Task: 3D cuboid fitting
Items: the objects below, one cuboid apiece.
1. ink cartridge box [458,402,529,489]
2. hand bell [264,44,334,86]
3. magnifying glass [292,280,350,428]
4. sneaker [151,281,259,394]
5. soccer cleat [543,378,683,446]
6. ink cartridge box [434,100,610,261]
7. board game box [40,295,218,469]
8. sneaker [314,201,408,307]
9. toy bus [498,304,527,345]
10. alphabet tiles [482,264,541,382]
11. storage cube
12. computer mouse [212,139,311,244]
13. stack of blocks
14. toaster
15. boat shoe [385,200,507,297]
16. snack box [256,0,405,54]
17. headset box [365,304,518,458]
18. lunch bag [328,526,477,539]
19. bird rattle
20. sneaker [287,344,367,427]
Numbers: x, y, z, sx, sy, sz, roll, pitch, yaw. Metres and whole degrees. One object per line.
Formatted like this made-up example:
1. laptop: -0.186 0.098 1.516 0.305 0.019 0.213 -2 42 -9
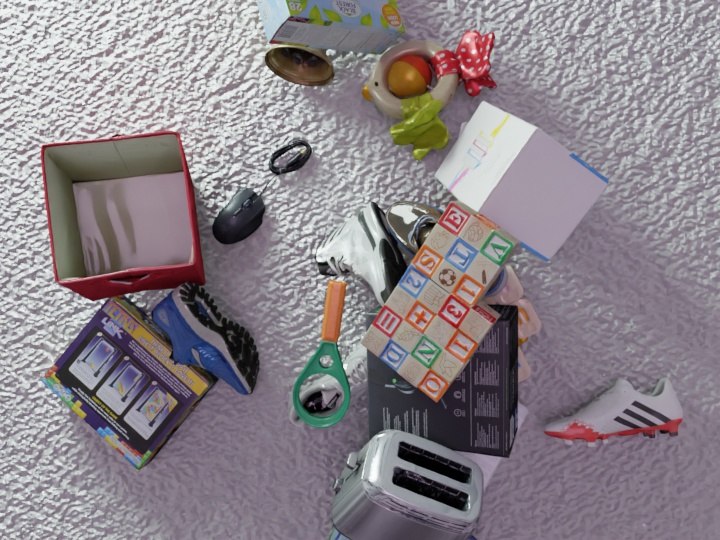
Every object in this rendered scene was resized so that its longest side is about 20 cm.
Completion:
1. ink cartridge box: 0.125 0.244 0.933 0.162 0.050 0.201 31 85 4
2. hand bell: -0.069 -0.387 0.941 0.103 0.104 0.202 10 77 3
3. magnifying glass: -0.045 0.114 0.865 0.079 0.022 0.202 9 99 2
4. sneaker: -0.220 0.107 0.917 0.089 0.079 0.201 -25 118 20
5. soccer cleat: 0.355 0.199 0.908 0.198 0.069 0.086 -6 80 0
6. ink cartridge box: 0.200 -0.126 0.849 0.128 0.200 0.126 28 106 -21
7. board game box: -0.341 0.162 0.951 0.200 0.057 0.166 41 90 4
8. sneaker: 0.000 0.000 0.889 0.115 0.201 0.076 -32 128 17
9. toy bus: 0.167 0.025 0.912 0.065 0.078 0.201 -29 88 3
10. alphabet tiles: 0.138 0.078 0.875 0.199 0.015 0.197 -29 88 22
11. storage cube: -0.309 -0.067 0.867 0.170 0.180 0.202 -9 81 -11
12. computer mouse: -0.148 -0.119 0.955 0.059 0.034 0.200 41 91 4
13. stack of blocks: 0.103 0.035 0.743 0.115 0.059 0.201 35 106 14
14. toaster: 0.068 0.285 0.796 0.199 0.114 0.130 23 134 -2
15. boat shoe: 0.101 -0.042 0.830 0.200 0.072 0.073 35 96 33
16. snack box: -0.050 -0.391 0.873 0.199 0.068 0.170 -9 79 -37
17. headset box: 0.102 0.135 0.839 0.198 0.093 0.176 0 98 20
18. lunch bag: 0.054 0.400 0.896 0.199 0.082 0.162 29 113 5
19. bird rattle: 0.093 -0.273 0.914 0.162 0.113 0.201 32 88 20
20. sneaker: -0.019 0.164 0.921 0.199 0.081 0.075 -35 86 1
